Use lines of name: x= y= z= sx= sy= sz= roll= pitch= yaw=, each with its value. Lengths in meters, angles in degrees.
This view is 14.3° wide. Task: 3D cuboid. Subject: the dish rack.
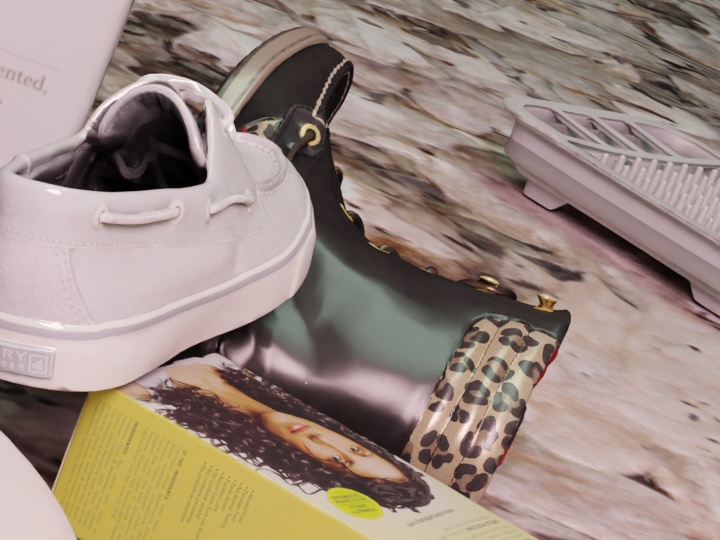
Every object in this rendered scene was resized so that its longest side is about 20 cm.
dish rack: x=0.174 y=-0.023 z=1.464 sx=0.200 sy=0.044 sz=0.171 roll=34 pitch=18 yaw=37

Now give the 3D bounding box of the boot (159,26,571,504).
boot: x=0.000 y=0.000 z=1.009 sx=0.150 sy=0.073 sz=0.200 roll=26 pitch=33 yaw=4

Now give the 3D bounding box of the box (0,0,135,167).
box: x=-0.170 y=-0.120 z=0.947 sx=0.199 sy=0.172 sz=0.199 roll=20 pitch=15 yaw=-8

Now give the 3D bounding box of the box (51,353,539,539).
box: x=0.012 y=0.092 z=0.807 sx=0.199 sy=0.050 sz=0.075 roll=29 pitch=17 yaw=20

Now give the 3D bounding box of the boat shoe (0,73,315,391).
boat shoe: x=-0.063 y=-0.023 z=0.864 sx=0.072 sy=0.069 sz=0.200 roll=18 pitch=19 yaw=21

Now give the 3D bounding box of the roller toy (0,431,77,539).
roller toy: x=-0.141 y=0.070 z=0.476 sx=0.182 sy=0.140 sz=0.200 roll=10 pitch=20 yaw=-39
